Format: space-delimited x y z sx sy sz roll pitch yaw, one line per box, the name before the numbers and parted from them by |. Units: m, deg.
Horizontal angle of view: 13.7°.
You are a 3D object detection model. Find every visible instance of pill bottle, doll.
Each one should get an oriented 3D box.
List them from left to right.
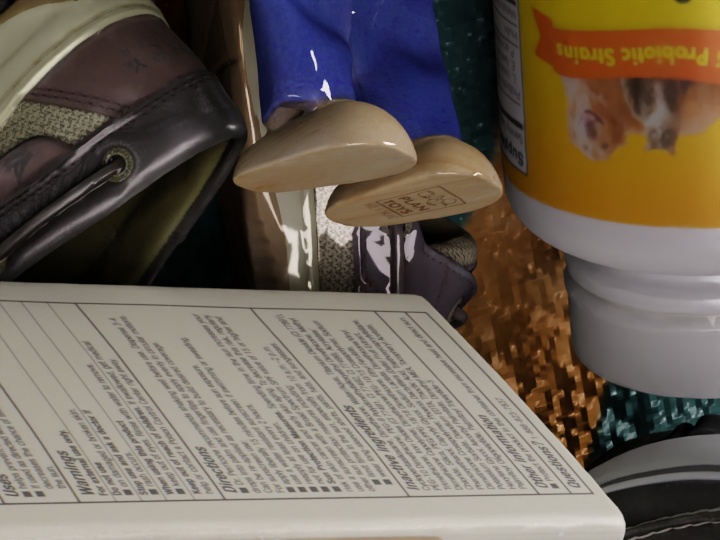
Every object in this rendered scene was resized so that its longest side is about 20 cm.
doll | -0.004 -0.114 0.717 0.136 0.048 0.201 18 63 -57
pill bottle | 0.088 -0.073 0.772 0.109 0.109 0.201 -11 113 -14

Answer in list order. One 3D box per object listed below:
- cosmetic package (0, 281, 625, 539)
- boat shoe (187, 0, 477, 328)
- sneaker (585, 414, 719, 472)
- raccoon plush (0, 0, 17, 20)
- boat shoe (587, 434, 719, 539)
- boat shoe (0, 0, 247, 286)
cosmetic package | -0.054 0.057 0.665 0.200 0.105 0.071 3 120 -33
boat shoe | 0.000 0.000 0.794 0.065 0.072 0.201 -12 108 -9
sneaker | 0.045 0.114 0.853 0.200 0.112 0.073 -37 89 31
raccoon plush | -0.139 -0.066 0.667 0.134 0.200 0.097 -30 90 -5
boat shoe | 0.034 0.104 0.754 0.200 0.057 0.069 -28 98 28
boat shoe | -0.099 0.023 0.726 0.201 0.066 0.072 -55 151 15
